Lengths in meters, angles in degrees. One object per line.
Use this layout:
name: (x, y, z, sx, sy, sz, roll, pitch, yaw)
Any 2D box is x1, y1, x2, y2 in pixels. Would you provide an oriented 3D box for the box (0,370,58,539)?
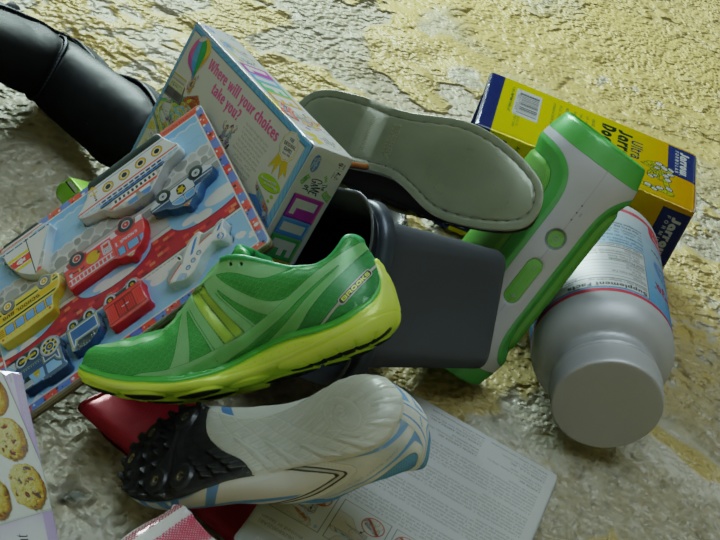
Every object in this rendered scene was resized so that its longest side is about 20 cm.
box: (-0.202, 0.138, 0.809, 0.041, 0.039, 0.200, 8, 37, -29)

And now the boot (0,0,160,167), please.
boot: (-0.255, -0.157, 1.094, 0.162, 0.073, 0.198, 24, 14, -48)

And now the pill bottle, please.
pill bottle: (0.185, 0.039, 1.091, 0.108, 0.109, 0.200, 17, 35, -7)

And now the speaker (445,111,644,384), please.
speaker: (0.119, -0.016, 1.040, 0.088, 0.200, 0.088, 35, 11, -8)

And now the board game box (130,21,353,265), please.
board game box: (-0.093, -0.069, 0.969, 0.034, 0.135, 0.200, 17, 22, -38)

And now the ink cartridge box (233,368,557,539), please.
ink cartridge box: (0.025, 0.161, 0.896, 0.162, 0.050, 0.200, 29, 38, 7)

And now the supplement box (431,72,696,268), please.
supplement box: (0.180, -0.071, 1.235, 0.199, 0.109, 0.110, 22, 34, 0)

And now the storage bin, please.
storage bin: (0.000, 0.000, 0.981, 0.134, 0.146, 0.200, 8, 3, -35)

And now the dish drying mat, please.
dish drying mat: (-0.086, 0.135, 0.897, 0.200, 0.018, 0.077, 36, 33, 21)

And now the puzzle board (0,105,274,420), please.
puzzle board: (-0.164, -0.009, 0.925, 0.017, 0.200, 0.151, 49, 8, -48)

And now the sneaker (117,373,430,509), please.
sneaker: (-0.053, 0.112, 0.828, 0.199, 0.073, 0.072, -13, 45, 24)

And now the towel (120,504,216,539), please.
towel: (-0.081, 0.230, 0.733, 0.200, 0.030, 0.146, 45, 41, 12)

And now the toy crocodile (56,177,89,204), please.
toy crocodile: (-0.162, -0.003, 1.005, 0.067, 0.062, 0.200, 11, 25, -49)

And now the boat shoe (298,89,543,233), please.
boat shoe: (0.045, -0.074, 1.020, 0.201, 0.072, 0.061, 24, -11, 22)

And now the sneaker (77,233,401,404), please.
sneaker: (-0.075, 0.031, 0.855, 0.199, 0.074, 0.084, -16, 78, 8)

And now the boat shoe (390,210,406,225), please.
boat shoe: (-0.045, -0.042, 1.103, 0.200, 0.061, 0.072, -2, 41, -31)
